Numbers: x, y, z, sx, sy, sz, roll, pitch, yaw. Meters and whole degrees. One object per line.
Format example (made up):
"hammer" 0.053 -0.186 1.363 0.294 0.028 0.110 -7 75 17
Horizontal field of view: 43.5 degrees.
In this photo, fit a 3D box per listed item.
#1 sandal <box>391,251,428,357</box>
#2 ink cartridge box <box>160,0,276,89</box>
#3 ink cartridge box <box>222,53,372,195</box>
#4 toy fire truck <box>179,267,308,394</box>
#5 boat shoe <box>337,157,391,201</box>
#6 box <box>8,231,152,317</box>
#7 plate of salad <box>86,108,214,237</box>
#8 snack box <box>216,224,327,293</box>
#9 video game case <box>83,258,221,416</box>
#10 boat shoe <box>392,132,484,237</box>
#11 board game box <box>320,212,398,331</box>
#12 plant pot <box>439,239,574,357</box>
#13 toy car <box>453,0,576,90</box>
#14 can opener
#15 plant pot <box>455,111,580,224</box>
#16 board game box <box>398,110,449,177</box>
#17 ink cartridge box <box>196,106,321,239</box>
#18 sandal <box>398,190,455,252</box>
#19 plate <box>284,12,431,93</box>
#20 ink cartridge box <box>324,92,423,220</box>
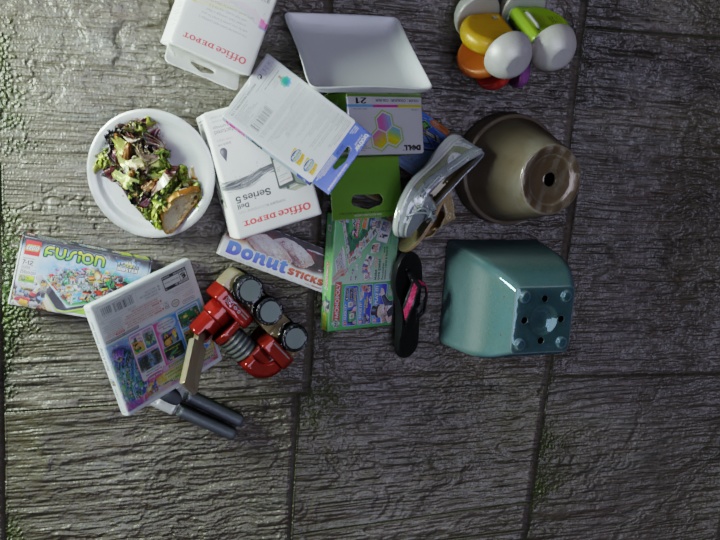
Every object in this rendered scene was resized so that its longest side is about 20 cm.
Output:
"sandal" 0.094 0.061 1.598 0.075 0.045 0.202 -18 114 -42
"ink cartridge box" -0.210 -0.386 1.347 0.128 0.125 0.202 20 95 -23
"ink cartridge box" -0.095 -0.216 1.359 0.199 0.042 0.120 36 84 -1
"toy fire truck" -0.204 0.121 1.460 0.200 0.128 0.176 -46 114 -10
"boat shoe" -0.026 -0.183 1.508 0.200 0.063 0.074 31 77 -30
"box" -0.436 0.015 1.409 0.198 0.035 0.111 11 98 -22
"plate of salad" -0.323 -0.145 1.382 0.198 0.048 0.202 0 108 1
"snack box" -0.137 -0.028 1.514 0.199 0.024 0.073 21 92 -23
"video game case" -0.321 0.101 1.422 0.199 0.024 0.184 -31 111 -44
"boat shoe" 0.125 -0.135 1.495 0.203 0.065 0.075 -52 156 -11
"board game box" 0.000 0.000 1.555 0.133 0.029 0.202 -3 104 -32
"plant pot" 0.274 0.060 1.592 0.194 0.200 0.198 -1 103 -20
"toy car" 0.253 -0.375 1.519 0.198 0.176 0.151 -13 142 -17
"can opener" -0.284 0.229 1.504 0.199 0.066 0.053 31 90 -28
"plant pot" 0.283 -0.167 1.556 0.198 0.173 0.202 -5 105 -18
"board game box" 0.050 -0.248 1.534 0.199 0.019 0.103 32 91 -23
"ink cartridge box" -0.160 -0.165 1.429 0.144 0.084 0.202 -18 100 -16
"sandal" 0.144 -0.116 1.572 0.069 0.077 0.213 26 86 -30
"plate" -0.008 -0.336 1.418 0.198 0.201 0.032 -3 139 -19
"ink cartridge box" 0.025 -0.187 1.457 0.147 0.076 0.202 -6 95 -32
